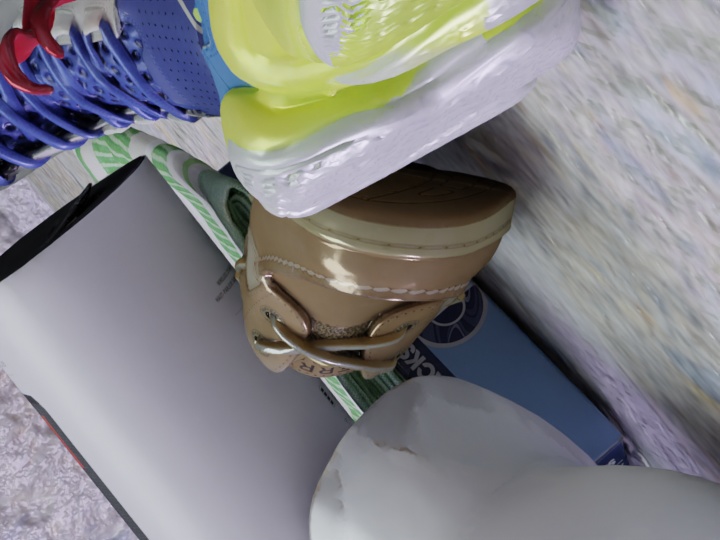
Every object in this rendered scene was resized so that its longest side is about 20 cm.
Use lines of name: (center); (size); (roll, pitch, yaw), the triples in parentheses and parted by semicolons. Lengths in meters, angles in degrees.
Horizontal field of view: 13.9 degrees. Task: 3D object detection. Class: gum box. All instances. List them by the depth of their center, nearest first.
gum box: (0.034, 0.047, 1.069); (0.170, 0.045, 0.200); (47, 174, 24)

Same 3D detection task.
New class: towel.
towel: (-0.032, 0.015, 1.037); (0.153, 0.023, 0.200); (53, 172, -20)

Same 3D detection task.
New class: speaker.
speaker: (-0.041, 0.062, 0.956); (0.200, 0.081, 0.081); (52, 173, -10)

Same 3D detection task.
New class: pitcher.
pitcher: (0.090, 0.119, 0.858); (0.171, 0.121, 0.200); (27, -175, -26)

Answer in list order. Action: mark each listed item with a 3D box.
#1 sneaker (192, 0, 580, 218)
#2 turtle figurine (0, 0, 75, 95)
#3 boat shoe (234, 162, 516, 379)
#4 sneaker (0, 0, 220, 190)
sneaker: (-0.008, -0.080, 0.560); (0.105, 0.076, 0.200); (60, 168, 8)
turtle figurine: (-0.114, -0.127, 0.781); (0.100, 0.150, 0.200); (11, 159, 10)
boat shoe: (0.000, 0.000, 0.832); (0.071, 0.065, 0.200); (10, -177, -4)
sneaker: (-0.082, -0.063, 0.890); (0.081, 0.115, 0.199); (51, 173, -29)
